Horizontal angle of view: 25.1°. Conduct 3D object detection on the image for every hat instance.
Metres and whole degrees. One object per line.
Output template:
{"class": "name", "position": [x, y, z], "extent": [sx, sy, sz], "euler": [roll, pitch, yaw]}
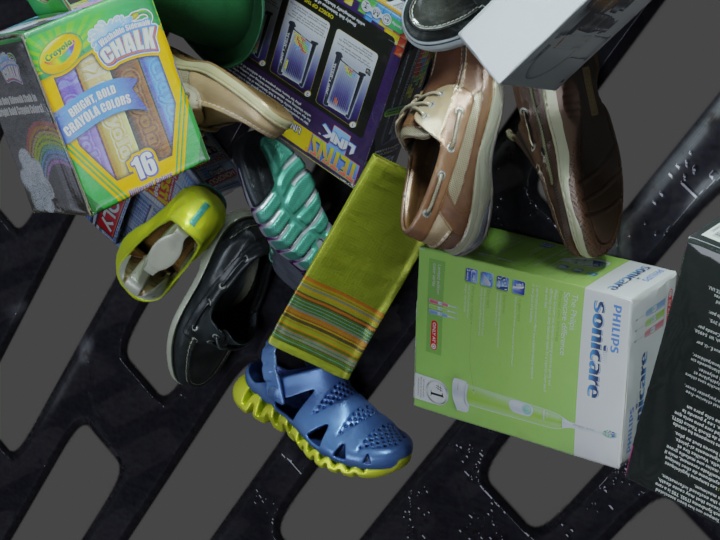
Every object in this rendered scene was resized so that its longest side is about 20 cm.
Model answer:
{"class": "hat", "position": [-0.204, -0.247, 1.354], "extent": [0.201, 0.175, 0.166], "euler": [55, 143, 19]}

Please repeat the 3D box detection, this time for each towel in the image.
{"class": "towel", "position": [0.000, 0.000, 1.408], "extent": [0.085, 0.018, 0.201], "euler": [22, 112, -20]}

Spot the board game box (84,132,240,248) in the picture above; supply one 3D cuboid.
{"class": "board game box", "position": [-0.212, -0.099, 1.567], "extent": [0.200, 0.061, 0.201], "euler": [40, 126, 20]}

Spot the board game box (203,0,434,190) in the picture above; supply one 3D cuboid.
{"class": "board game box", "position": [-0.036, -0.193, 1.402], "extent": [0.199, 0.057, 0.166], "euler": [36, 126, 24]}

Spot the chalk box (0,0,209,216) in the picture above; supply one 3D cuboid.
{"class": "chalk box", "position": [-0.233, -0.161, 1.344], "extent": [0.124, 0.123, 0.202], "euler": [6, 118, 56]}

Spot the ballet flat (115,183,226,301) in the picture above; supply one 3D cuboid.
{"class": "ballet flat", "position": [-0.191, -0.013, 1.517], "extent": [0.067, 0.067, 0.200], "euler": [37, 139, -10]}

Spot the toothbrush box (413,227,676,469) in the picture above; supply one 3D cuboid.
{"class": "toothbrush box", "position": [0.148, 0.058, 1.329], "extent": [0.199, 0.086, 0.147], "euler": [15, 114, 34]}

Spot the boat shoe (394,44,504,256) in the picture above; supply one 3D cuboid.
{"class": "boat shoe", "position": [0.068, -0.115, 1.296], "extent": [0.076, 0.071, 0.202], "euler": [157, 118, -62]}

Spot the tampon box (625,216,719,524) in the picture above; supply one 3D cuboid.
{"class": "tampon box", "position": [0.298, 0.067, 1.175], "extent": [0.126, 0.149, 0.202], "euler": [26, 120, 27]}

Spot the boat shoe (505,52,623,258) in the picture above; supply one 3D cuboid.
{"class": "boat shoe", "position": [0.155, -0.109, 1.278], "extent": [0.074, 0.074, 0.205], "euler": [-8, 89, 42]}

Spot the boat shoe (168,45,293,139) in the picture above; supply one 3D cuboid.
{"class": "boat shoe", "position": [-0.139, -0.147, 1.407], "extent": [0.199, 0.071, 0.065], "euler": [28, 91, 38]}

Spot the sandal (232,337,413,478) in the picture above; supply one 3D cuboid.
{"class": "sandal", "position": [-0.035, 0.122, 1.502], "extent": [0.199, 0.079, 0.088], "euler": [27, 118, 26]}

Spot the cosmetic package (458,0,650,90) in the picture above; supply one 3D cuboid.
{"class": "cosmetic package", "position": [0.175, -0.212, 1.135], "extent": [0.200, 0.151, 0.052], "euler": [-43, 80, 20]}

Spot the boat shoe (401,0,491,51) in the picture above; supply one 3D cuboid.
{"class": "boat shoe", "position": [0.105, -0.239, 1.238], "extent": [0.199, 0.071, 0.073], "euler": [-34, 80, 24]}

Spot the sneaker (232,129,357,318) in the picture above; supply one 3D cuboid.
{"class": "sneaker", "position": [-0.070, -0.033, 1.449], "extent": [0.087, 0.074, 0.201], "euler": [-8, 121, 48]}

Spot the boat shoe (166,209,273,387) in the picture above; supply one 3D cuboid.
{"class": "boat shoe", "position": [-0.126, 0.042, 1.544], "extent": [0.066, 0.074, 0.201], "euler": [41, 118, 33]}
